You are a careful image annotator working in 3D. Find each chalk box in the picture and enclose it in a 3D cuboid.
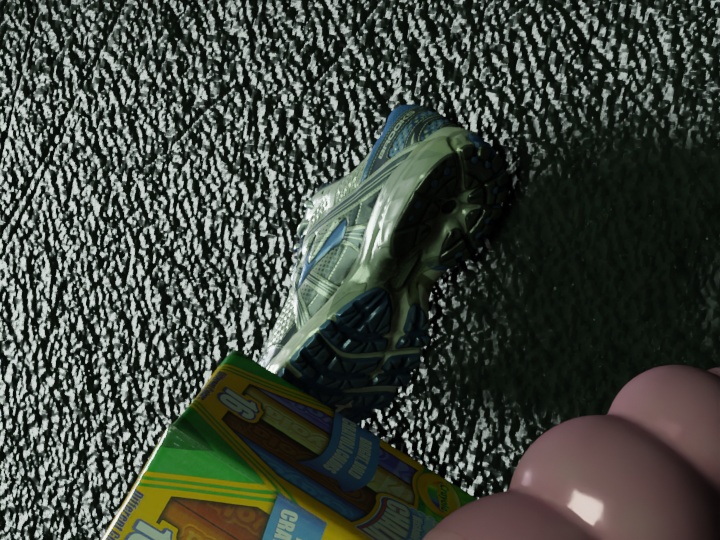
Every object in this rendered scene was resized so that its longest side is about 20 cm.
[{"bbox_3d":[-0.021,0.155,1.343,0.200,0.124,0.125,31,111,4],"label":"chalk box"}]

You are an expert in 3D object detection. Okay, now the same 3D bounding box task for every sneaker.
[{"bbox_3d":[0.000,0.000,1.419,0.200,0.077,0.085,-54,41,16],"label":"sneaker"}]

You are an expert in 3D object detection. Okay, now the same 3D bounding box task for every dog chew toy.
[{"bbox_3d":[0.109,0.123,1.229,0.200,0.125,0.125,-48,45,-15],"label":"dog chew toy"}]
